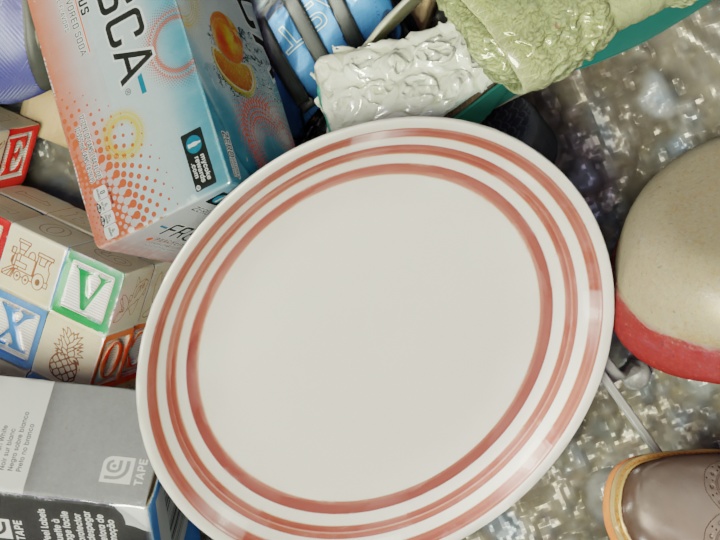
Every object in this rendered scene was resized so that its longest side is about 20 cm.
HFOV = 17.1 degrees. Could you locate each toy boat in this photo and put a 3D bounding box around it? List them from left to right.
[{"bbox_3d":[0.198,0.029,0.988,0.199,0.131,0.131,16,133,8],"label":"toy boat"}]

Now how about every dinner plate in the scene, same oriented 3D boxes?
[{"bbox_3d":[0.006,0.029,0.946,0.199,0.024,0.201,-9,117,-18],"label":"dinner plate"}]

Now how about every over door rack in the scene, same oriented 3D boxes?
[{"bbox_3d":[0.076,0.109,1.049,0.147,0.067,0.200,-29,108,15],"label":"over door rack"}]

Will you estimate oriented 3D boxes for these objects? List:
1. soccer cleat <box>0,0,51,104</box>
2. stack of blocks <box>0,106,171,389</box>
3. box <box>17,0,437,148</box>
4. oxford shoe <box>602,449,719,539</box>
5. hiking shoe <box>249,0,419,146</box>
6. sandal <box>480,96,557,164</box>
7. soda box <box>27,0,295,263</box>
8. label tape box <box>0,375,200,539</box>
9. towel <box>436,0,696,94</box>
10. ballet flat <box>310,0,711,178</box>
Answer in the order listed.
[{"bbox_3d":[-0.171,-0.171,1.031,0.083,0.065,0.201,-8,91,13],"label":"soccer cleat"},{"bbox_3d":[-0.182,-0.015,1.055,0.199,0.059,0.116,24,106,18],"label":"stack of blocks"},{"bbox_3d":[-0.048,-0.127,1.045,0.163,0.021,0.201,22,105,7],"label":"box"},{"bbox_3d":[0.195,0.106,0.976,0.199,0.073,0.072,12,67,-20],"label":"oxford shoe"},{"bbox_3d":[-0.020,-0.090,0.996,0.086,0.074,0.201,18,104,8],"label":"hiking shoe"},{"bbox_3d":[0.000,0.000,1.016,0.200,0.076,0.043,-30,123,17],"label":"sandal"},{"bbox_3d":[-0.087,-0.107,0.949,0.068,0.064,0.201,-24,74,25],"label":"soda box"},{"bbox_3d":[-0.171,0.105,1.007,0.199,0.063,0.145,5,141,7],"label":"label tape box"},{"bbox_3d":[0.066,-0.171,0.947,0.148,0.037,0.200,-28,66,-12],"label":"towel"},{"bbox_3d":[0.065,-0.105,0.967,0.200,0.072,0.072,-30,94,-20],"label":"ballet flat"}]
